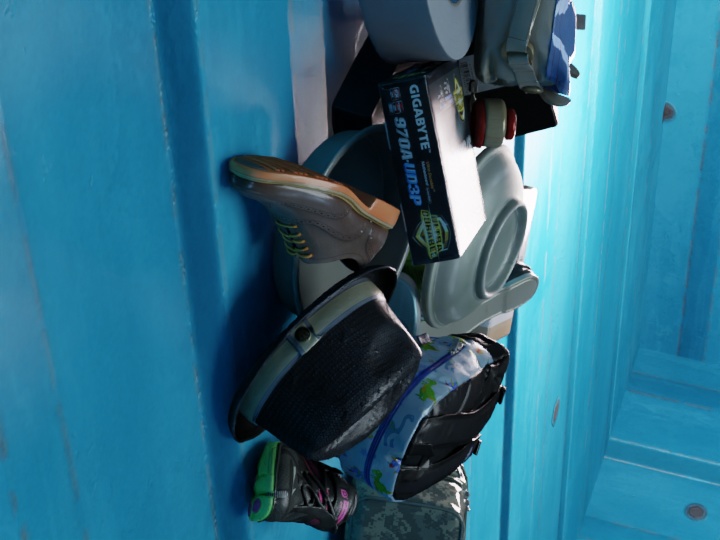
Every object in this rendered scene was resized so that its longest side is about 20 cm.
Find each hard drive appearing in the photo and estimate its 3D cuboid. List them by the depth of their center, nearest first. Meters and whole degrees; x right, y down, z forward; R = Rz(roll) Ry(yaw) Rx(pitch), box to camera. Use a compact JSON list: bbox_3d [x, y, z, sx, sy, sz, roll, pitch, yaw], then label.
[{"bbox_3d":[0.024,-0.166,1.656,0.201,0.042,0.136,-63,158,-43],"label":"hard drive"}]

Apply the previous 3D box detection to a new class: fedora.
[{"bbox_3d":[-0.017,0.093,1.470,0.200,0.092,0.201,-42,163,-15],"label":"fedora"}]

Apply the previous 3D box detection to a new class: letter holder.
[{"bbox_3d":[0.132,-0.250,1.767,0.142,0.099,0.202,-72,147,-67],"label":"letter holder"}]

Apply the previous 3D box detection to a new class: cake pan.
[{"bbox_3d":[-0.014,-0.038,1.546,0.200,0.036,0.202,-37,137,-45],"label":"cake pan"}]

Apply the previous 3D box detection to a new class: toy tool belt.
[{"bbox_3d":[0.171,-0.213,1.632,0.125,0.121,0.203,-111,-156,-79],"label":"toy tool belt"}]

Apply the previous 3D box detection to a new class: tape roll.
[{"bbox_3d":[0.052,-0.289,1.548,0.200,0.065,0.203,-2,90,-72],"label":"tape roll"}]

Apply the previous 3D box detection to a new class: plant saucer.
[{"bbox_3d":[0.128,-0.028,1.764,0.200,0.050,0.201,-51,153,-38],"label":"plant saucer"}]

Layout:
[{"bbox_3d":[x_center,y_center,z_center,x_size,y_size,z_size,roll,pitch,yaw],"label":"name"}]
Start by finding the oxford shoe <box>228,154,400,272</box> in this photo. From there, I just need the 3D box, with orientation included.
[{"bbox_3d":[-0.041,-0.043,1.405,0.199,0.071,0.074,20,94,-50],"label":"oxford shoe"}]

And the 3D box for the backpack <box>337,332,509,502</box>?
[{"bbox_3d":[0.047,0.143,1.661,0.164,0.153,0.200,-64,175,23],"label":"backpack"}]

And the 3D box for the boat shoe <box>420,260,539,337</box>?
[{"bbox_3d":[0.122,0.035,2.047,0.199,0.057,0.067,-20,136,-30],"label":"boat shoe"}]

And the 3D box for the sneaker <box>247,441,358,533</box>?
[{"bbox_3d":[-0.048,0.203,1.596,0.200,0.083,0.078,19,83,-74],"label":"sneaker"}]

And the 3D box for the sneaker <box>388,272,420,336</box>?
[{"bbox_3d":[0.033,0.073,1.804,0.131,0.079,0.202,-46,154,-59],"label":"sneaker"}]

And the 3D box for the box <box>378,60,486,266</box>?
[{"bbox_3d":[0.067,-0.102,1.543,0.200,0.045,0.161,-45,125,-75],"label":"box"}]

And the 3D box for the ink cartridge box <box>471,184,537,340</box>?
[{"bbox_3d":[0.159,-0.013,2.189,0.165,0.074,0.202,-18,119,-74],"label":"ink cartridge box"}]

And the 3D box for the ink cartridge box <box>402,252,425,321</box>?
[{"bbox_3d":[0.070,-0.065,1.841,0.148,0.075,0.202,70,27,-62],"label":"ink cartridge box"}]

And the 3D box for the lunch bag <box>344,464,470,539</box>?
[{"bbox_3d":[0.051,0.288,1.935,0.168,0.138,0.202,-83,178,-64],"label":"lunch bag"}]
